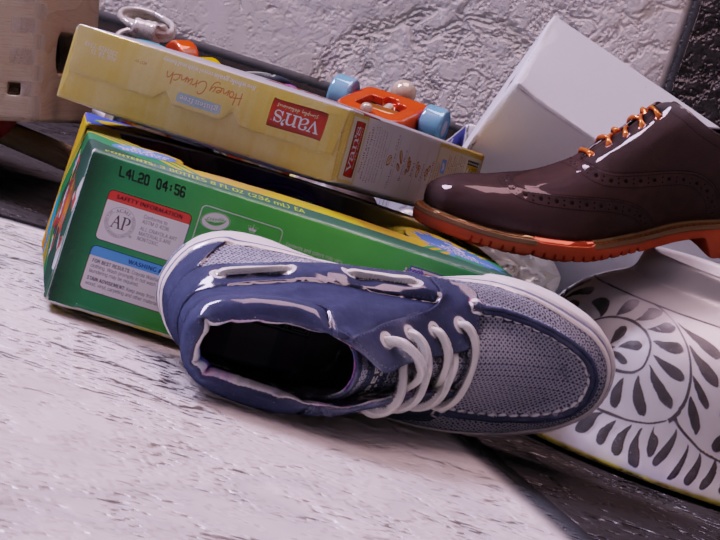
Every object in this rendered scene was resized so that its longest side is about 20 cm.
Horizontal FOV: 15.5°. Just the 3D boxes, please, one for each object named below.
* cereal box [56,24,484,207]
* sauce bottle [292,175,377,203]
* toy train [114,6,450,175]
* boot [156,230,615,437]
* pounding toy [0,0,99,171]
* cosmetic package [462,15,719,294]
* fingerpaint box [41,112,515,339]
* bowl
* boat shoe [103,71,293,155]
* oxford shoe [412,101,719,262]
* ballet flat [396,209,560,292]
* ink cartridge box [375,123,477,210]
[{"bbox_3d":[-0.037,-0.068,1.255,0.143,0.040,0.200,18,2,19],"label":"cereal box"},{"bbox_3d":[-0.023,-0.028,1.502,0.064,0.065,0.200,17,7,-11],"label":"sauce bottle"},{"bbox_3d":[-0.059,-0.085,1.458,0.199,0.056,0.150,18,19,11],"label":"toy train"},{"bbox_3d":[0.016,0.039,1.080,0.199,0.073,0.090,10,16,-12],"label":"boot"},{"bbox_3d":[-0.223,-0.116,1.492,0.183,0.143,0.200,5,3,6],"label":"pounding toy"},{"bbox_3d":[0.144,-0.024,1.369,0.200,0.113,0.081,37,40,-1],"label":"cosmetic package"},{"bbox_3d":[-0.040,-0.004,1.203,0.199,0.074,0.167,18,6,-9],"label":"fingerpaint box"},{"bbox_3d":[0.163,0.046,1.264,0.200,0.095,0.201,18,7,-2],"label":"bowl"},{"bbox_3d":[-0.091,-0.078,1.543,0.062,0.075,0.200,-10,8,20],"label":"boat shoe"},{"bbox_3d":[0.121,-0.045,1.234,0.199,0.073,0.071,-2,14,-16],"label":"oxford shoe"},{"bbox_3d":[0.000,0.000,1.353,0.199,0.072,0.072,13,4,20],"label":"ballet flat"},{"bbox_3d":[0.116,-0.018,1.578,0.199,0.041,0.200,18,-19,-15],"label":"ink cartridge box"}]
